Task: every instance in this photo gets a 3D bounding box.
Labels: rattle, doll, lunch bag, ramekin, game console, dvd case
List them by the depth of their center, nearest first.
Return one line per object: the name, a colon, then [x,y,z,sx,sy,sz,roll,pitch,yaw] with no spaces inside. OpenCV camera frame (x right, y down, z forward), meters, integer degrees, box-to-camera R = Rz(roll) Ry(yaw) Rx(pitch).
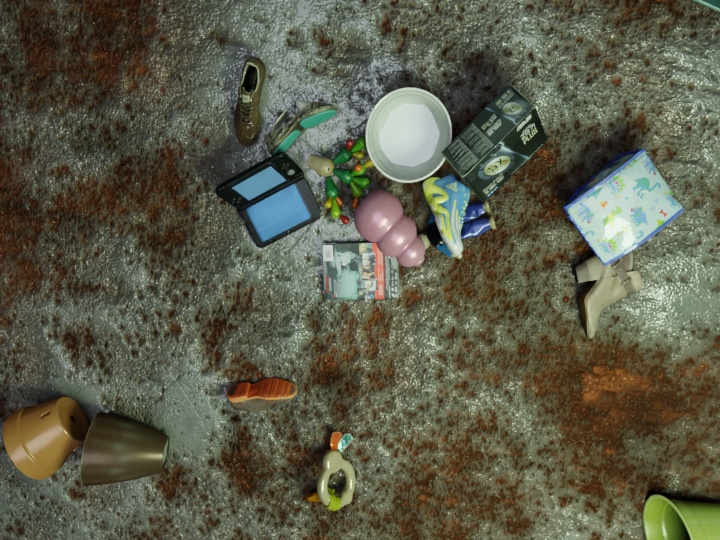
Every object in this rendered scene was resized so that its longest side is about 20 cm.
lunch bag: [0.575,-0.139,1.191,0.199,0.127,0.171,-40,94,2]
ramekin: [0.110,-0.308,1.222,0.193,0.105,0.207,1,102,6]
doll: [0.222,-0.095,1.281,0.195,0.048,0.140,-19,81,13]
game console: [-0.221,-0.165,1.292,0.196,0.176,0.119,-25,71,11]
dvd case: [0.000,0.000,1.348,0.193,0.022,0.151,-2,102,6]
rattle: [-0.089,0.544,1.478,0.127,0.142,0.207,-7,87,-24]

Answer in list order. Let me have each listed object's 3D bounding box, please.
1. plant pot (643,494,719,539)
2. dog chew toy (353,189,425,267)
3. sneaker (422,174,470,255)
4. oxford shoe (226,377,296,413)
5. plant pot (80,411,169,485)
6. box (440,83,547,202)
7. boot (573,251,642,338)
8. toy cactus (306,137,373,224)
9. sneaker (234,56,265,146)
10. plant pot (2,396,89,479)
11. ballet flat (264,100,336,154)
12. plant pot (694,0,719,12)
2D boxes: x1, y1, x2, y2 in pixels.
plant pot: [0.850,0.659,1.325,0.184,0.200,0.207,-3,103,-6]
dog chew toy: [0.076,-0.091,1.260,0.124,0.125,0.200,-43,90,14]
sneaker: [0.217,-0.140,1.227,0.103,0.076,0.205,-23,69,8]
oxford shoe: [-0.261,0.344,1.443,0.194,0.072,0.075,-4,122,12]
plant pot: [-0.638,0.498,1.472,0.194,0.187,0.193,7,104,-10]
box: [0.297,-0.272,1.168,0.200,0.163,0.087,-43,61,13]
boot: [0.592,0.051,1.264,0.142,0.070,0.206,-12,101,7]
toy cactus: [-0.056,-0.229,1.275,0.161,0.102,0.205,24,113,11]
sneaker: [-0.272,-0.399,1.262,0.068,0.076,0.206,11,103,4]
plant pot: [-0.857,0.447,1.477,0.138,0.200,0.204,-30,98,-4]
ballet flat: [-0.152,-0.357,1.267,0.197,0.068,0.077,-32,82,15]
plant pot: [0.727,-0.667,1.029,0.191,0.196,0.205,23,95,1]
